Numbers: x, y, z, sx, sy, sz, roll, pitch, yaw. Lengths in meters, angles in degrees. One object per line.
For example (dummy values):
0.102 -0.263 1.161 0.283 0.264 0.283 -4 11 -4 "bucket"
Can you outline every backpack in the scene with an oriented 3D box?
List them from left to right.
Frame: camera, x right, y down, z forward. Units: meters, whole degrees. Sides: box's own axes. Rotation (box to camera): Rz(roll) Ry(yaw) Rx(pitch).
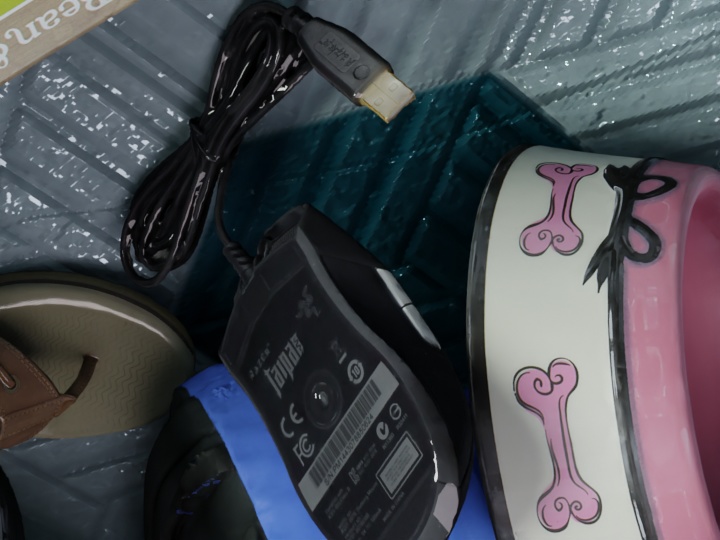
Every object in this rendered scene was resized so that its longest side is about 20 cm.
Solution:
0.000 0.111 1.049 0.168 0.163 0.200 -22 149 -16 "backpack"

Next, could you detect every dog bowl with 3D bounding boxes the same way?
0.107 0.047 0.994 0.074 0.200 0.200 -8 142 22 "dog bowl"

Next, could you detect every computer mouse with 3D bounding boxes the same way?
0.000 0.000 0.932 0.046 0.200 0.141 0 129 -42 "computer mouse"

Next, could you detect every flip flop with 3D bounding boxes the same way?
-0.158 0.041 0.999 0.200 0.058 0.081 7 131 -26 "flip flop"

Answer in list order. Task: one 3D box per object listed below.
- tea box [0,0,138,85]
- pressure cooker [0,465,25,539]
-0.141 -0.158 0.749 0.200 0.134 0.197 -30 136 10 "tea box"
-0.232 0.098 0.879 0.200 0.176 0.179 30 89 -40 "pressure cooker"
